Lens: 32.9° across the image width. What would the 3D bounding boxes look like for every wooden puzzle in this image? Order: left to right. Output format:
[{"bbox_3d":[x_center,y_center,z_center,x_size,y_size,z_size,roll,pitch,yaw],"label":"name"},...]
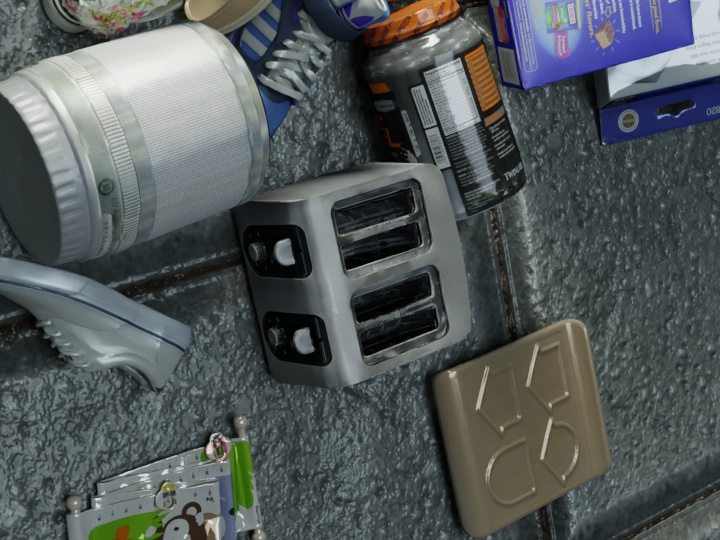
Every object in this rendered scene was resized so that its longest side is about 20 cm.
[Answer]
[{"bbox_3d":[0.171,0.166,1.316,0.199,0.046,0.187,-18,102,-28],"label":"wooden puzzle"}]

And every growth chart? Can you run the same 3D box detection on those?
[{"bbox_3d":[-0.173,0.232,1.097,0.199,0.018,0.146,-21,105,-31],"label":"growth chart"}]

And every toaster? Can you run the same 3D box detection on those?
[{"bbox_3d":[0.000,0.000,1.140,0.199,0.118,0.182,-18,103,-31],"label":"toaster"}]

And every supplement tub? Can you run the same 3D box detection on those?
[{"bbox_3d":[0.077,-0.158,1.185,0.122,0.122,0.201,-30,108,-30],"label":"supplement tub"}]

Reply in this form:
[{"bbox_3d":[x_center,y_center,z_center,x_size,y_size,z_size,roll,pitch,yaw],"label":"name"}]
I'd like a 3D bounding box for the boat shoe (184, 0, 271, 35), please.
[{"bbox_3d":[-0.089,-0.285,1.043,0.200,0.074,0.069,-43,150,17],"label":"boat shoe"}]

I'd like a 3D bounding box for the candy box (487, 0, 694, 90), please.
[{"bbox_3d":[0.235,-0.294,1.269,0.199,0.077,0.170,-15,107,-9],"label":"candy box"}]

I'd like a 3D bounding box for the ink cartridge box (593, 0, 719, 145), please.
[{"bbox_3d":[0.354,-0.254,1.371,0.198,0.041,0.201,-14,106,-12],"label":"ink cartridge box"}]

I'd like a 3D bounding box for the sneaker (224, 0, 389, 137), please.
[{"bbox_3d":[-0.045,-0.207,1.078,0.080,0.146,0.201,23,77,-45],"label":"sneaker"}]

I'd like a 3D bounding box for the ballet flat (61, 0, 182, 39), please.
[{"bbox_3d":[-0.146,-0.247,0.990,0.199,0.076,0.064,-22,143,-2],"label":"ballet flat"}]

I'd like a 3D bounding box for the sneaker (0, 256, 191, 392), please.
[{"bbox_3d":[-0.230,0.047,1.014,0.199,0.073,0.071,26,74,-33],"label":"sneaker"}]

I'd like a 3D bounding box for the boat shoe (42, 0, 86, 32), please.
[{"bbox_3d":[-0.200,-0.291,1.022,0.071,0.064,0.201,33,75,-31],"label":"boat shoe"}]

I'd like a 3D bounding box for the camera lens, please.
[{"bbox_3d":[-0.185,-0.105,0.984,0.199,0.160,0.161,-24,106,-31],"label":"camera lens"}]
